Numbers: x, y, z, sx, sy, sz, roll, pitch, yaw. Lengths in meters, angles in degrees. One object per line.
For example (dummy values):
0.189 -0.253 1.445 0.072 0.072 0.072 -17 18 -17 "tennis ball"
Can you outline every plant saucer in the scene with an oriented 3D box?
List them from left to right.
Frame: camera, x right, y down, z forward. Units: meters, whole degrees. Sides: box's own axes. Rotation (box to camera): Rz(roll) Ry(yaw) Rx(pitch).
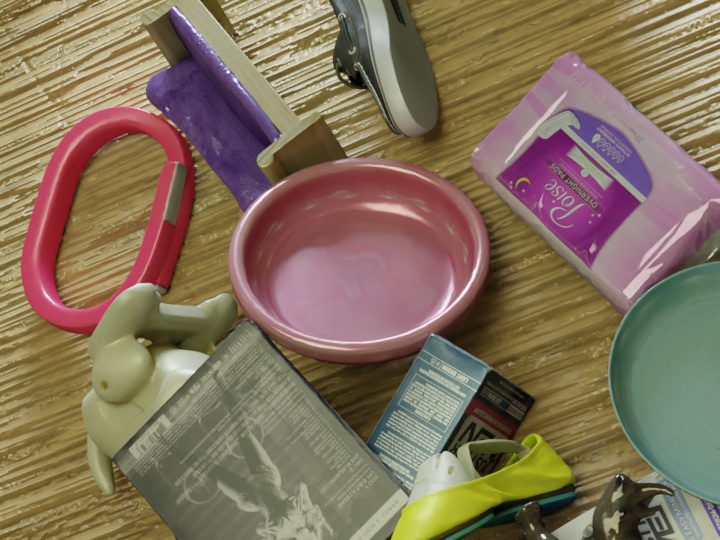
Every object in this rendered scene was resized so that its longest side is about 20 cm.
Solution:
0.000 0.000 1.790 0.200 0.051 0.201 -2 48 3 "plant saucer"
0.271 0.083 1.626 0.199 0.027 0.201 0 57 0 "plant saucer"

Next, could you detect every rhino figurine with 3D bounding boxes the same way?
0.134 0.207 1.606 0.200 0.060 0.088 -35 63 11 "rhino figurine"

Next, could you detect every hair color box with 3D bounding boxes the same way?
0.041 0.156 1.723 0.060 0.100 0.200 30 88 29 "hair color box"
0.191 0.220 1.643 0.200 0.065 0.110 -34 60 15 "hair color box"

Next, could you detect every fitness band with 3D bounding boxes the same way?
-0.213 -0.042 1.971 0.143 0.037 0.201 7 75 33 "fitness band"

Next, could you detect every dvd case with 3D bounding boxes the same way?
-0.070 0.155 1.700 0.149 0.016 0.200 -46 66 5 "dvd case"

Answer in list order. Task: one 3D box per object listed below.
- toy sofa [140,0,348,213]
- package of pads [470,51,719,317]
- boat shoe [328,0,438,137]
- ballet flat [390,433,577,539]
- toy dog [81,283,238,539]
-0.106 -0.135 1.907 0.097 0.083 0.200 -37 58 -3 "toy sofa"
0.187 -0.056 1.736 0.121 0.076 0.200 -47 58 4 "package of pads"
0.006 -0.182 1.885 0.066 0.070 0.201 -31 60 24 "boat shoe"
0.077 0.157 1.653 0.067 0.200 0.067 -34 76 40 "ballet flat"
-0.130 0.134 1.803 0.194 0.139 0.200 -47 59 13 "toy dog"
